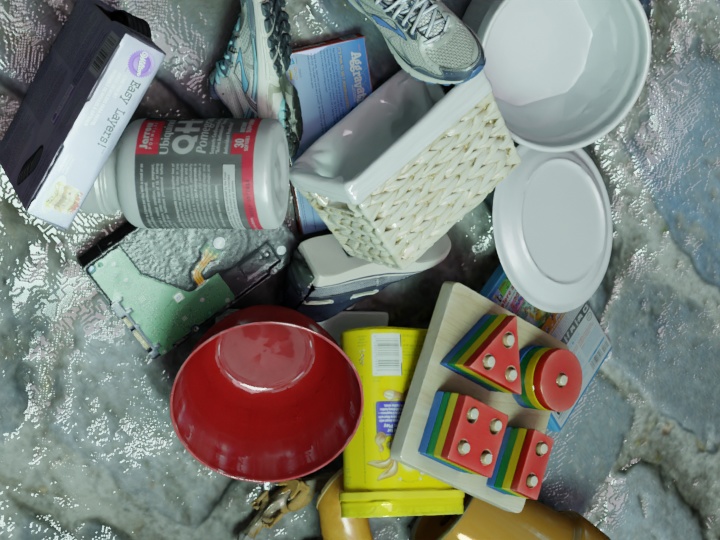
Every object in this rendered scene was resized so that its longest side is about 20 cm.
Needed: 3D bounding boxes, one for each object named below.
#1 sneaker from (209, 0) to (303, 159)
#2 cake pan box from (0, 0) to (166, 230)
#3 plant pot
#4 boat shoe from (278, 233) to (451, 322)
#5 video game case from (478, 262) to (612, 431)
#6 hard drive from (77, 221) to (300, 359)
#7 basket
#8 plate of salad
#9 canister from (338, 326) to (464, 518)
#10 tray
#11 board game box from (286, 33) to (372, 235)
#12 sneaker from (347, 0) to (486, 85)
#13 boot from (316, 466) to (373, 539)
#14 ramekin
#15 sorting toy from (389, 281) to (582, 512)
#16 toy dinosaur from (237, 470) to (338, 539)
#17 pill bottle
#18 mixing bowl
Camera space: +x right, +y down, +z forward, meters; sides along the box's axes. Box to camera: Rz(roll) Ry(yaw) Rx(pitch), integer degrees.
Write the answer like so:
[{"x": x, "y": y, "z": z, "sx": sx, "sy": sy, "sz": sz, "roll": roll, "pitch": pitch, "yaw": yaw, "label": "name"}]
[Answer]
[{"x": -0.116, "y": -0.204, "z": 1.626, "sx": 0.086, "sy": 0.078, "sz": 0.200, "roll": -1, "pitch": 114, "yaw": 12, "label": "sneaker"}, {"x": -0.269, "y": -0.158, "z": 1.530, "sx": 0.052, "sy": 0.184, "sz": 0.200, "roll": 26, "pitch": 98, "yaw": -31, "label": "cake pan box"}, {"x": 0.162, "y": 0.335, "z": 1.881, "sx": 0.183, "sy": 0.200, "sz": 0.200, "roll": 40, "pitch": 92, "yaw": -11, "label": "plant pot"}, {"x": 0.000, "y": 0.000, "z": 1.762, "sx": 0.200, "sy": 0.075, "sz": 0.093, "roll": -9, "pitch": 146, "yaw": -32, "label": "boat shoe"}, {"x": 0.211, "y": 0.064, "z": 1.844, "sx": 0.143, "sy": 0.018, "sz": 0.200, "roll": -52, "pitch": 123, "yaw": -32, "label": "video game case"}, {"x": -0.177, "y": -0.016, "z": 1.698, "sx": 0.200, "sy": 0.038, "sz": 0.140, "roll": -38, "pitch": 117, "yaw": -5, "label": "hard drive"}, {"x": 0.050, "y": -0.109, "z": 1.657, "sx": 0.200, "sy": 0.136, "sz": 0.123, "roll": -43, "pitch": 118, "yaw": -17, "label": "basket"}, {"x": 0.210, "y": -0.052, "z": 1.801, "sx": 0.200, "sy": 0.048, "sz": 0.200, "roll": 3, "pitch": 85, "yaw": -42, "label": "plate of salad"}, {"x": 0.043, "y": 0.165, "z": 1.750, "sx": 0.148, "sy": 0.086, "sz": 0.200, "roll": 7, "pitch": 79, "yaw": -45, "label": "canister"}, {"x": -0.070, "y": 0.091, "z": 1.786, "sx": 0.200, "sy": 0.022, "sz": 0.108, "roll": 2, "pitch": 109, "yaw": -21, "label": "tray"}, {"x": -0.032, "y": -0.144, "z": 1.715, "sx": 0.103, "sy": 0.019, "sz": 0.200, "roll": -14, "pitch": 113, "yaw": -13, "label": "board game box"}, {"x": 0.041, "y": -0.260, "z": 1.600, "sx": 0.077, "sy": 0.200, "sz": 0.085, "roll": -46, "pitch": 161, "yaw": -6, "label": "sneaker"}, {"x": 0.006, "y": 0.318, "z": 1.802, "sx": 0.071, "sy": 0.144, "sz": 0.201, "roll": -11, "pitch": 137, "yaw": -38, "label": "boot"}, {"x": 0.198, "y": -0.234, "z": 1.720, "sx": 0.200, "sy": 0.105, "sz": 0.200, "roll": -7, "pitch": 112, "yaw": -17, "label": "ramekin"}, {"x": 0.149, "y": 0.140, "z": 1.727, "sx": 0.200, "sy": 0.070, "sz": 0.199, "roll": 29, "pitch": 73, "yaw": -38, "label": "sorting toy"}, {"x": -0.066, "y": 0.248, "z": 1.837, "sx": 0.200, "sy": 0.060, "sz": 0.106, "roll": -27, "pitch": 148, "yaw": -14, "label": "toy dinosaur"}, {"x": -0.176, "y": -0.096, "z": 1.599, "sx": 0.200, "sy": 0.111, "sz": 0.111, "roll": 0, "pitch": 111, "yaw": 8, "label": "pill bottle"}, {"x": -0.098, "y": 0.112, "z": 1.696, "sx": 0.200, "sy": 0.108, "sz": 0.200, "roll": -2, "pitch": 120, "yaw": -3, "label": "mixing bowl"}]
